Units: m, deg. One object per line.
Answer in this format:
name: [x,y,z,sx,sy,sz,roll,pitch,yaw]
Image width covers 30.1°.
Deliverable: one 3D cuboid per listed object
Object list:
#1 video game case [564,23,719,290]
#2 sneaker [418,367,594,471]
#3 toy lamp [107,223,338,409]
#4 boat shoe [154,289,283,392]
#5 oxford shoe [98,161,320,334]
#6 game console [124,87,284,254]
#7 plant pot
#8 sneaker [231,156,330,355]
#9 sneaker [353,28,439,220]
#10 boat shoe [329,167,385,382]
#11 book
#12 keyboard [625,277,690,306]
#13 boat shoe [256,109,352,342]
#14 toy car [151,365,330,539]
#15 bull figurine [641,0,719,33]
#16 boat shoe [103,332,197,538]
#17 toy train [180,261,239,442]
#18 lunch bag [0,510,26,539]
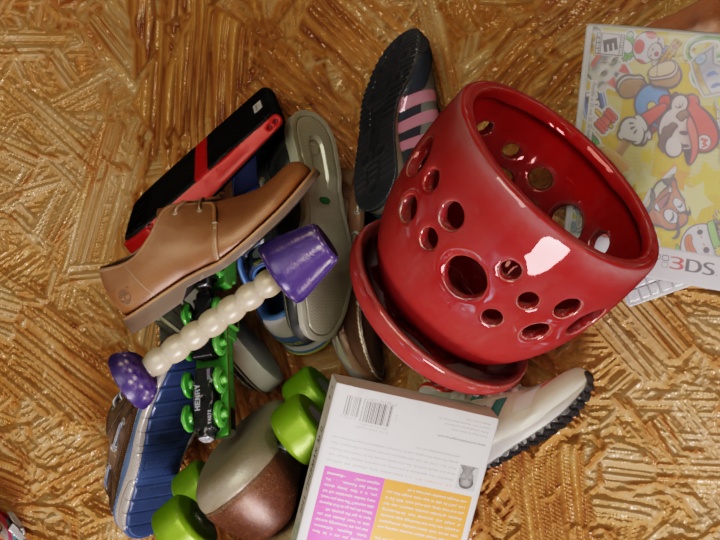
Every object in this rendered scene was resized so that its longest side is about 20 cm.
video game case: [0.257,-0.091,1.077,0.181,0.023,0.201,11,102,31]
sneaker: [0.094,0.120,1.113,0.199,0.070,0.094,-35,74,12]
toy lamp: [-0.107,0.032,1.063,0.199,0.058,0.058,-33,69,6]
boat shoe: [-0.149,0.055,1.221,0.064,0.071,0.200,-50,59,3]
oxford shoe: [-0.122,-0.033,1.070,0.199,0.071,0.071,-35,95,2]
game console: [-0.136,-0.088,1.192,0.177,0.200,0.031,-41,105,4]
plant pot: [0.104,-0.019,1.056,0.183,0.200,0.201,-48,65,31]
sneaker: [-0.075,-0.027,1.203,0.074,0.082,0.201,-24,70,15]
sneaker: [0.046,-0.121,1.198,0.070,0.082,0.201,-23,48,45]
boat shoe: [0.000,0.000,1.175,0.071,0.076,0.201,-15,75,14]
book: [0.018,0.193,1.049,0.133,0.048,0.201,13,99,-11]
keyboard: [0.307,-0.029,1.105,0.199,0.011,0.057,-20,72,15]
boat shoe: [-0.052,-0.032,1.139,0.067,0.072,0.201,-20,68,37]
toy car: [-0.045,0.216,1.131,0.164,0.158,0.200,-40,97,11]
bull figurine: [0.284,-0.176,1.119,0.199,0.065,0.122,-33,73,12]
boat shoe: [-0.190,0.136,1.187,0.072,0.072,0.201,35,112,39]
toy train: [-0.125,0.050,1.127,0.041,0.056,0.201,-10,68,17]
lunch bag: [-0.399,0.305,1.241,0.175,0.082,0.201,17,83,22]
